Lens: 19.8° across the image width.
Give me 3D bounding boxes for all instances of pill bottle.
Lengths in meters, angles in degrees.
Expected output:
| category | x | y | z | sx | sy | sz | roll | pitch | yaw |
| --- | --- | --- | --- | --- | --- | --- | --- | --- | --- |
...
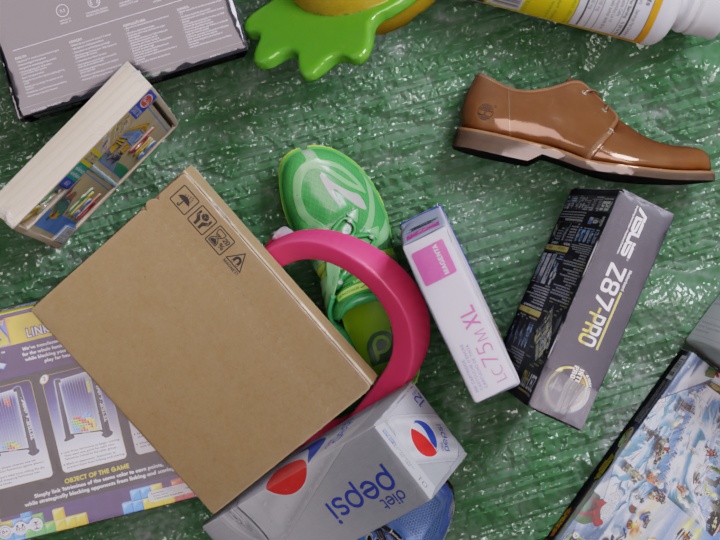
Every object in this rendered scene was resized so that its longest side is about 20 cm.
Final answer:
| category | x | y | z | sx | sy | sz | roll | pitch | yaw |
| --- | --- | --- | --- | --- | --- | --- | --- | --- | --- |
| pill bottle | 0.173 | -0.230 | 1.507 | 0.198 | 0.109 | 0.110 | 14 | 92 | -7 |

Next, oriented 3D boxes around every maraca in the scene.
| category | x | y | z | sx | sy | sz | roll | pitch | yaw |
| --- | --- | --- | --- | --- | --- | --- | --- | --- | --- |
| maraca | -0.002 | -0.215 | 1.477 | 0.201 | 0.136 | 0.107 | -55 | 137 | -21 |

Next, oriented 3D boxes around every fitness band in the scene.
| category | x | y | z | sx | sy | sz | roll | pitch | yaw |
| --- | --- | --- | --- | --- | --- | --- | --- | --- | --- |
| fitness band | -0.031 | 0.051 | 1.479 | 0.143 | 0.037 | 0.200 | 38 | 132 | 3 |

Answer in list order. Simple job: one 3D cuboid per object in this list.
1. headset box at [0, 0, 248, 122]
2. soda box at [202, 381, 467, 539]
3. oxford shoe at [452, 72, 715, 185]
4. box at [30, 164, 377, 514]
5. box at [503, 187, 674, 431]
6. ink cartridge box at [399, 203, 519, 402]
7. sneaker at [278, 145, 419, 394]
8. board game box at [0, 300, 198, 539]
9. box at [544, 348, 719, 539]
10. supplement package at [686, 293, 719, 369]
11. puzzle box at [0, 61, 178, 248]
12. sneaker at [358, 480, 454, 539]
| category | x | y | z | sx | sy | sz | roll | pitch | yaw |
| --- | --- | --- | --- | --- | --- | --- | --- | --- | --- |
| headset box | -0.190 | -0.227 | 1.478 | 0.173 | 0.093 | 0.202 | -18 | 95 | -4 |
| soda box | -0.021 | 0.157 | 1.474 | 0.199 | 0.063 | 0.068 | -33 | 98 | 40 |
| oxford shoe | 0.172 | -0.104 | 1.536 | 0.198 | 0.071 | 0.072 | 13 | 87 | -5 |
| box | -0.112 | 0.052 | 1.454 | 0.163 | 0.021 | 0.200 | -39 | 97 | 21 |
| box | 0.153 | 0.022 | 1.473 | 0.049 | 0.200 | 0.162 | 25 | 90 | -5 |
| ink cartridge box | 0.067 | 0.018 | 1.467 | 0.042 | 0.200 | 0.120 | -25 | 96 | 5 |
| sneaker | 0.000 | 0.000 | 1.515 | 0.074 | 0.084 | 0.201 | -23 | 95 | -4 |
| board game box | -0.205 | 0.101 | 1.514 | 0.198 | 0.057 | 0.167 | -13 | 92 | -5 |
| box | 0.243 | 0.181 | 1.572 | 0.137 | 0.040 | 0.201 | 37 | 89 | -5 |
| supplement package | 0.357 | 0.012 | 1.536 | 0.117 | 0.117 | 0.201 | 37 | 90 | -6 |
| puzzle box | -0.187 | -0.076 | 1.434 | 0.025 | 0.200 | 0.133 | 43 | 89 | 2 |
| sneaker | 0.002 | 0.232 | 1.525 | 0.078 | 0.089 | 0.200 | 39 | 89 | -8 |
